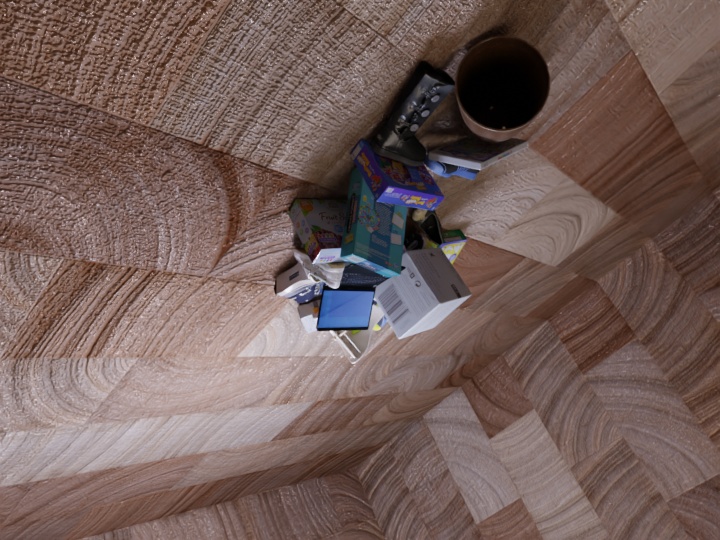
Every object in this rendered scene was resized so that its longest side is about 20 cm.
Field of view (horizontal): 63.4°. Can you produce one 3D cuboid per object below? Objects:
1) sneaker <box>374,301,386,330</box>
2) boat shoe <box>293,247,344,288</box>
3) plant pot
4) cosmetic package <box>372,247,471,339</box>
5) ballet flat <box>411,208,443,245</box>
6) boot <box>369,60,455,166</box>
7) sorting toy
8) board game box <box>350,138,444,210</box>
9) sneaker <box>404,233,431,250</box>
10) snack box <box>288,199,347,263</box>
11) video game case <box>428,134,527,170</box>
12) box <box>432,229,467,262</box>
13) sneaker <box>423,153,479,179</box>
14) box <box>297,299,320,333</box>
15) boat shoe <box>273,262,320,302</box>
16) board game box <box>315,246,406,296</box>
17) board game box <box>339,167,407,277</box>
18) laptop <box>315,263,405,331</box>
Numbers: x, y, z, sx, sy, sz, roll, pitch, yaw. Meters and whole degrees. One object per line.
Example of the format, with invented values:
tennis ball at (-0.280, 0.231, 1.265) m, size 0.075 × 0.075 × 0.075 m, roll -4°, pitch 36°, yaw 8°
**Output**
sneaker at (0.077, 0.080, 1.790) m, size 0.082 × 0.073 × 0.205 m, roll -11°, pitch 126°, yaw -60°
boat shoe at (-0.106, -0.007, 1.366) m, size 0.069 × 0.198 × 0.072 m, roll -1°, pitch 105°, yaw -31°
plant pot at (0.283, -0.348, 1.218) m, size 0.183 × 0.191 × 0.200 m, roll -30°, pitch 170°, yaw 2°
cosmetic package at (0.163, 0.057, 1.572) m, size 0.165 × 0.167 × 0.197 m, roll -43°, pitch 161°, yaw 31°
ballet flat at (0.192, -0.128, 1.602) m, size 0.066 × 0.058 × 0.199 m, roll -35°, pitch 153°, yaw 11°
boot at (0.129, -0.321, 1.214) m, size 0.162 × 0.066 × 0.202 m, roll -3°, pitch 138°, yaw -45°
sorting toy at (-0.020, 0.117, 1.608) m, size 0.178 × 0.107 × 0.201 m, roll -38°, pitch 122°, yaw 0°
board game box at (0.083, -0.206, 1.273) m, size 0.196 × 0.137 × 0.045 m, roll 3°, pitch 141°, yaw -46°
sneaker at (0.131, -0.026, 1.681) m, size 0.198 × 0.080 × 0.089 m, roll -38°, pitch 155°, yaw 31°
snack box at (-0.051, -0.092, 1.323) m, size 0.196 × 0.144 × 0.053 m, roll -4°, pitch 144°, yaw -42°
video game case at (0.264, -0.271, 1.303) m, size 0.197 × 0.141 × 0.019 m, roll -29°, pitch 127°, yaw -39°
box at (0.239, -0.034, 1.809) m, size 0.114 × 0.049 × 0.202 m, roll -11°, pitch 145°, yaw -33°
sneaker at (0.230, -0.271, 1.396) m, size 0.196 × 0.071 × 0.079 m, roll -5°, pitch 135°, yaw -45°
box at (-0.079, 0.116, 1.716) m, size 0.194 × 0.042 × 0.157 m, roll -20°, pitch 159°, yaw -4°
boat shoe at (-0.124, 0.021, 1.481) m, size 0.196 × 0.077 × 0.092 m, roll -22°, pitch 147°, yaw 33°
board game box at (0.000, 0.000, 1.551) m, size 0.196 × 0.045 × 0.197 m, roll -28°, pitch 170°, yaw 40°
board game box at (0.035, -0.106, 1.294) m, size 0.148 × 0.207 × 0.046 m, roll 21°, pitch 158°, yaw -39°
laptop at (0.000, 0.069, 1.449) m, size 0.173 × 0.107 × 0.198 m, roll 2°, pitch 157°, yaw -38°
